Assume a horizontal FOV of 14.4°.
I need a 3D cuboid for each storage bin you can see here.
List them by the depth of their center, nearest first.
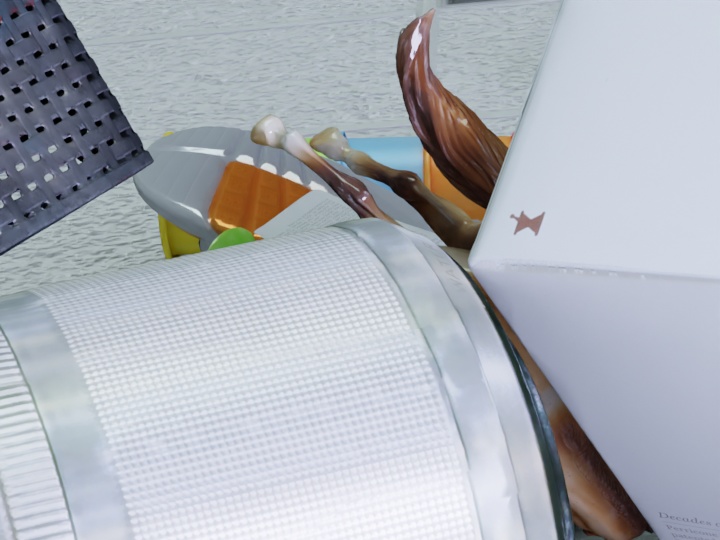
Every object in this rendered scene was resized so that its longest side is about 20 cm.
[{"bbox_3d":[-0.175,-0.020,0.886,0.135,0.094,0.200,-29,5,33],"label":"storage bin"}]

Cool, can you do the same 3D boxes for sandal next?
[{"bbox_3d":[-0.002,0.004,1.165,0.206,0.059,0.079,21,34,12],"label":"sandal"}]

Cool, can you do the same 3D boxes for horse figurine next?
[{"bbox_3d":[0.030,0.013,0.873,0.132,0.200,0.050,33,61,22],"label":"horse figurine"}]

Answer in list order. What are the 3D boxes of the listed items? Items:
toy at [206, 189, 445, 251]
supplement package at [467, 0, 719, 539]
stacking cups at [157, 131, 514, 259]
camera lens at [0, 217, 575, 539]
[{"bbox_3d":[0.025,0.034,1.052,0.200,0.047,0.115,23,40,32],"label":"toy"},{"bbox_3d":[0.132,0.006,0.830,0.117,0.200,0.117,5,61,31],"label":"supplement package"},{"bbox_3d":[0.011,-0.032,1.275,0.199,0.061,0.061,1,19,5],"label":"stacking cups"},{"bbox_3d":[-0.053,0.079,0.775,0.200,0.160,0.160,-12,19,-17],"label":"camera lens"}]
